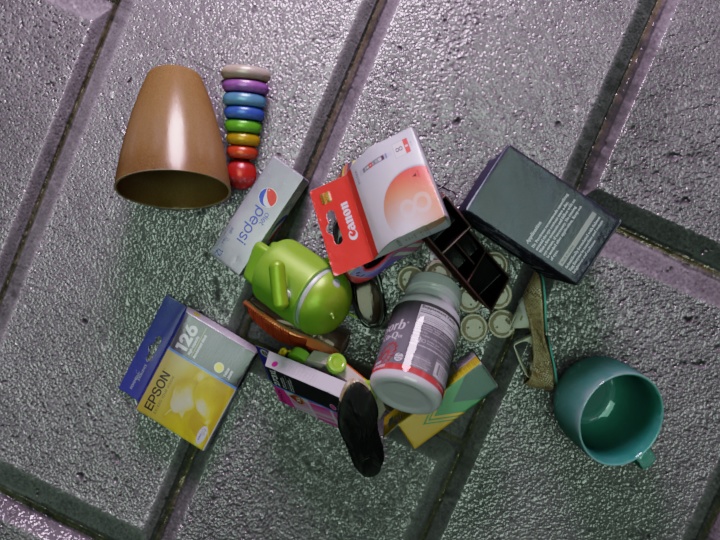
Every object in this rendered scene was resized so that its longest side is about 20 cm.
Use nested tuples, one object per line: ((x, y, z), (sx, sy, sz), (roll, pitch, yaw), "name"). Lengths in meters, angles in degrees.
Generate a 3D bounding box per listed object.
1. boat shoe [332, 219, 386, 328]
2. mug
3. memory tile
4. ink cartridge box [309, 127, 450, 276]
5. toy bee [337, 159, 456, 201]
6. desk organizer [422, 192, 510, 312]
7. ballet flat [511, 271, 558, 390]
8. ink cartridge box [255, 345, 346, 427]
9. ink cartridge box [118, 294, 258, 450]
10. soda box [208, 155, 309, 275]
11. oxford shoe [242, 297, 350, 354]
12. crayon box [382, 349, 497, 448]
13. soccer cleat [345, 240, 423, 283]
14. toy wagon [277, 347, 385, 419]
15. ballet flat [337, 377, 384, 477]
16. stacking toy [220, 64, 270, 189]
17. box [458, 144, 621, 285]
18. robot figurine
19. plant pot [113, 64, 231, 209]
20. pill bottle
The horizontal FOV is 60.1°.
((0.000, 0.000, 1.064), (0.071, 0.068, 0.204), (-16, 89, 7), "boat shoe")
((0.394, 0.234, 1.014), (0.149, 0.114, 0.189), (-8, 104, -10), "mug")
((0.165, 0.053, 1.079), (0.196, 0.017, 0.157), (-10, 91, 5), "memory tile")
((0.020, -0.106, 0.950), (0.197, 0.050, 0.165), (-22, 67, 10), "ink cartridge box")
((0.055, -0.171, 1.036), (0.196, 0.110, 0.132), (-16, 46, -13), "toy bee")
((0.163, -0.033, 1.003), (0.072, 0.077, 0.200), (-42, 105, 3), "desk organizer")
((0.286, 0.106, 1.041), (0.064, 0.070, 0.204), (-8, 97, 12), "ballet flat")
((-0.096, 0.193, 1.026), (0.197, 0.096, 0.037), (18, 49, 31), "ink cartridge box")
((-0.310, 0.179, 1.100), (0.198, 0.047, 0.200), (29, 94, 0), "ink cartridge box")
((-0.173, -0.092, 1.073), (0.068, 0.063, 0.202), (34, 93, 4), "soda box")
((-0.111, 0.091, 1.083), (0.198, 0.072, 0.074), (28, 66, 5), "oxford shoe")
((0.128, 0.219, 1.032), (0.199, 0.127, 0.051), (-37, 89, 5), "crayon box")
((0.055, -0.048, 1.026), (0.199, 0.076, 0.067), (-36, 88, -23), "soccer cleat")
((-0.051, 0.186, 1.038), (0.199, 0.156, 0.040), (39, 54, 3), "toy wagon")
((-0.003, 0.244, 0.975), (0.065, 0.057, 0.203), (-13, 124, -7), "ballet flat")
((-0.198, -0.242, 1.067), (0.084, 0.085, 0.204), (3, 97, 4), "stacking toy")
((0.266, -0.084, 0.979), (0.198, 0.197, 0.118), (34, 94, 2), "box")
((-0.097, 0.027, 1.017), (0.198, 0.175, 0.117), (32, 106, 25), "robot figurine")
((-0.309, -0.227, 1.033), (0.182, 0.187, 0.204), (-4, 79, 4), "plant pot")
((0.094, 0.111, 0.982), (0.114, 0.117, 0.202), (20, 56, 3), "pill bottle")
